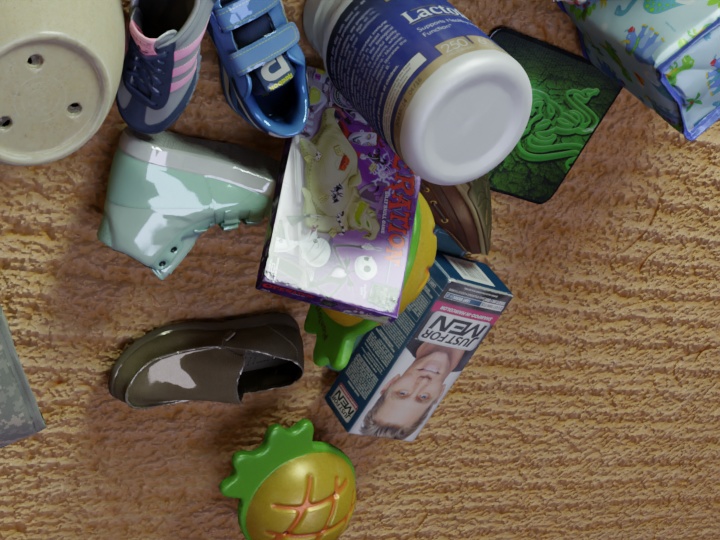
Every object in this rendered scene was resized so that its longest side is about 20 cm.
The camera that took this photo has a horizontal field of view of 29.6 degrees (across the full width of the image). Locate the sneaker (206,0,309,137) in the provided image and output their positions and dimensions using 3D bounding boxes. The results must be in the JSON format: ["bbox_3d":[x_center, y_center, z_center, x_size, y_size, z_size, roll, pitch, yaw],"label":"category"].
[{"bbox_3d":[-0.085,-0.189,1.075,0.074,0.082,0.200,-29,134,-8],"label":"sneaker"}]

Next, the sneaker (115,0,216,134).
[{"bbox_3d":[-0.155,-0.173,1.017,0.082,0.070,0.200,-54,172,-50],"label":"sneaker"}]

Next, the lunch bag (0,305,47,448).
[{"bbox_3d":[-0.358,0.085,1.097,0.164,0.118,0.201,-24,131,-17],"label":"lunch bag"}]

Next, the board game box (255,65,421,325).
[{"bbox_3d":[-0.011,-0.064,1.144,0.120,0.201,0.032,17,158,-18],"label":"board game box"}]

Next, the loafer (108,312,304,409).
[{"bbox_3d":[-0.139,0.090,1.289,0.199,0.067,0.076,-15,133,-24],"label":"loafer"}]

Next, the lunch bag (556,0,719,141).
[{"bbox_3d":[0.311,-0.244,1.236,0.200,0.170,0.127,-41,138,0],"label":"lunch bag"}]

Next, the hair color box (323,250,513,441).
[{"bbox_3d":[0.059,0.079,1.397,0.100,0.061,0.200,13,118,-41],"label":"hair color box"}]

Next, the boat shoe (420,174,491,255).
[{"bbox_3d":[0.084,-0.079,1.300,0.067,0.072,0.200,-5,150,16],"label":"boat shoe"}]

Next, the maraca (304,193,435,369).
[{"bbox_3d":[0.000,0.000,1.249,0.107,0.137,0.200,16,125,-25],"label":"maraca"}]

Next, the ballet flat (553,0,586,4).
[{"bbox_3d":[0.128,-0.290,1.159,0.064,0.076,0.200,-20,140,27],"label":"ballet flat"}]

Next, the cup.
[{"bbox_3d":[-0.245,-0.152,0.950,0.200,0.143,0.201,-19,135,-20],"label":"cup"}]

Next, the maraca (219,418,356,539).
[{"bbox_3d":[-0.073,0.228,1.425,0.137,0.107,0.200,-40,138,-10],"label":"maraca"}]

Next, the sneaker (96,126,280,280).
[{"bbox_3d":[-0.130,-0.046,1.171,0.200,0.074,0.119,13,112,-30],"label":"sneaker"}]

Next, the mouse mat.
[{"bbox_3d":[0.160,-0.147,1.338,0.199,0.008,0.161,11,119,-41],"label":"mouse mat"}]

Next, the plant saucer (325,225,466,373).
[{"bbox_3d":[0.043,0.033,1.404,0.070,0.019,0.200,17,114,-43],"label":"plant saucer"}]

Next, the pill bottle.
[{"bbox_3d":[0.039,-0.166,1.093,0.115,0.200,0.116,-20,135,-21],"label":"pill bottle"}]
